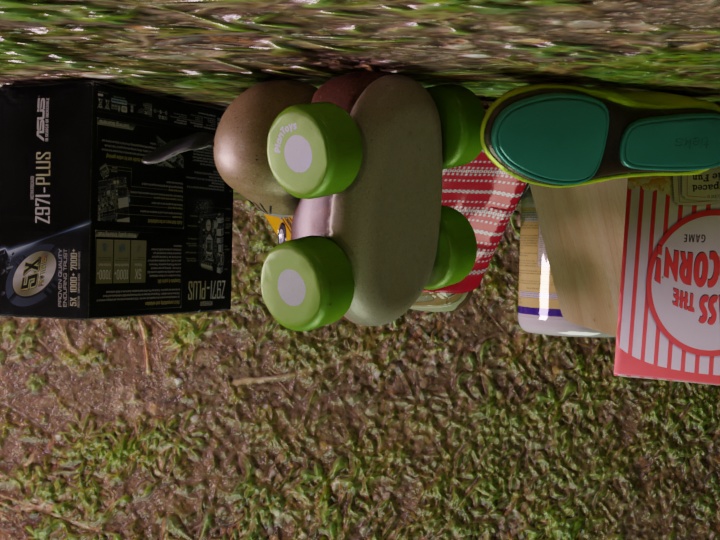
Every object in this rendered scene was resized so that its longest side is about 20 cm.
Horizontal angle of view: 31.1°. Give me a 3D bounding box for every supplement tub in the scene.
[{"bbox_3d":[0.255,-0.028,1.494,0.144,0.202,0.145,2,-178,0],"label":"supplement tub"}]

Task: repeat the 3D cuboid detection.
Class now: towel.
[{"bbox_3d":[0.056,-0.051,0.993,0.143,0.023,0.201,1,139,-19],"label":"towel"}]

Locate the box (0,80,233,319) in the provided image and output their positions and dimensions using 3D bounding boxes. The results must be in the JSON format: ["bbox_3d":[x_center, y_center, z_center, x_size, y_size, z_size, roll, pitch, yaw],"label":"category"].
[{"bbox_3d":[-0.180,-0.049,0.978,0.085,0.166,0.200,1,-179,24],"label":"box"}]

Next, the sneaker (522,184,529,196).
[{"bbox_3d":[0.139,-0.093,1.450,0.084,0.075,0.200,33,165,3],"label":"sneaker"}]

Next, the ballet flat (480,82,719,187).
[{"bbox_3d":[0.153,-0.092,0.852,0.198,0.067,0.067,-1,-157,-26],"label":"ballet flat"}]

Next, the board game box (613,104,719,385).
[{"bbox_3d":[0.265,-0.017,0.931,0.151,0.202,0.046,1,176,43],"label":"board game box"}]

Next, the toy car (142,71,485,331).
[{"bbox_3d":[-0.044,-0.060,0.848,0.199,0.159,0.164,16,-160,36],"label":"toy car"}]

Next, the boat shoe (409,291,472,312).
[{"bbox_3d":[0.000,0.000,1.175,0.198,0.072,0.076,-4,164,20],"label":"boat shoe"}]

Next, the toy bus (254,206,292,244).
[{"bbox_3d":[-0.066,-0.076,1.451,0.064,0.079,0.200,0,-154,-21],"label":"toy bus"}]

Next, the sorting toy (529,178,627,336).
[{"bbox_3d":[0.251,-0.033,1.103,0.198,0.201,0.069,17,-134,44],"label":"sorting toy"}]
